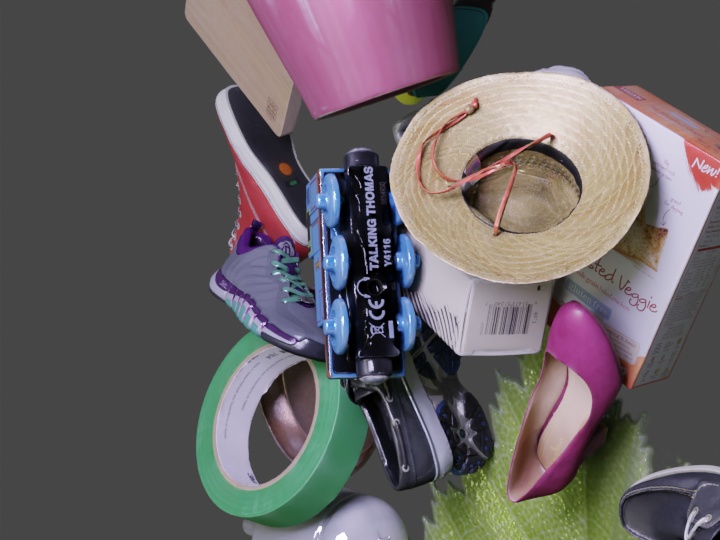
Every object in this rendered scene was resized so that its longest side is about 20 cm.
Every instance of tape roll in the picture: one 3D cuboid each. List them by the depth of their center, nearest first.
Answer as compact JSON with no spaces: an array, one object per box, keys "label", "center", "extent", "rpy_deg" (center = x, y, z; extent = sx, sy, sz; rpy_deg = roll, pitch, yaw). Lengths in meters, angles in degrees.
[{"label":"tape roll","center":[-0.078,0.148,1.279],"extent":[0.199,0.048,0.202],"rpy_deg":[-23,54,37]}]

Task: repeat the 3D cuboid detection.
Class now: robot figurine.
[{"label":"robot figurine","center":[-0.031,0.274,1.311],"extent":[0.199,0.113,0.170],"rpy_deg":[7,135,46]}]

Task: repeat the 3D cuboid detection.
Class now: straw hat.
[{"label":"straw hat","center":[0.128,-0.057,1.019],"extent":[0.201,0.200,0.085],"rpy_deg":[47,170,30]}]

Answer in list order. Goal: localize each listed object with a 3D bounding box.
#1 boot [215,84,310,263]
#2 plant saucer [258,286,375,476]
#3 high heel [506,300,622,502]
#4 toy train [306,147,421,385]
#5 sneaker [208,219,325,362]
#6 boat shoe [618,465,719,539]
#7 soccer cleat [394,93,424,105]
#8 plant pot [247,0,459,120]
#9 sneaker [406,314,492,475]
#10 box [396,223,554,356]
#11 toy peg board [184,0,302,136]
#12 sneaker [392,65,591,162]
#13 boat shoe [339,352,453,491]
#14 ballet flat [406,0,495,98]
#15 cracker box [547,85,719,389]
[{"label":"boot","center":[-0.120,-0.082,1.377],"extent":[0.144,0.072,0.201],"rpy_deg":[-42,70,44]},{"label":"plant saucer","center":[-0.036,0.115,1.347],"extent":[0.199,0.034,0.203],"rpy_deg":[12,107,45]},{"label":"high heel","center":[0.155,0.111,1.036],"extent":[0.067,0.096,0.201],"rpy_deg":[39,154,39]},{"label":"toy train","center":[0.000,0.000,1.114],"extent":[0.114,0.086,0.202],"rpy_deg":[139,128,-72]},{"label":"sneaker","center":[-0.079,0.015,1.251],"extent":[0.200,0.074,0.088],"rpy_deg":[33,101,49]},{"label":"boat shoe","center":[0.277,0.196,1.005],"extent":[0.199,0.067,0.073],"rpy_deg":[2,100,48]},{"label":"soccer cleat","center":[0.021,-0.250,1.183],"extent":[0.064,0.083,0.203],"rpy_deg":[-4,94,47]},{"label":"plant pot","center":[-0.005,-0.227,1.054],"extent":[0.199,0.199,0.181],"rpy_deg":[-14,96,47]},{"label":"sneaker","center":[0.051,0.098,1.223],"extent":[0.085,0.077,0.202],"rpy_deg":[-22,81,51]},{"label":"box","center":[0.083,0.003,1.117],"extent":[0.200,0.081,0.069],"rpy_deg":[-133,48,-62]},{"label":"toy peg board","center":[-0.075,-0.279,1.293],"extent":[0.201,0.097,0.200],"rpy_deg":[53,146,27]},{"label":"sneaker","center":[0.107,-0.121,1.103],"extent":[0.199,0.099,0.079],"rpy_deg":[-13,88,47]},{"label":"boat shoe","center":[0.016,0.102,1.170],"extent":[0.201,0.056,0.069],"rpy_deg":[62,150,14]},{"label":"ballet flat","center":[0.086,-0.248,1.134],"extent":[0.072,0.071,0.201],"rpy_deg":[45,119,31]},{"label":"cracker box","center":[0.217,-0.028,1.033],"extent":[0.134,0.057,0.202],"rpy_deg":[39,123,37]}]
